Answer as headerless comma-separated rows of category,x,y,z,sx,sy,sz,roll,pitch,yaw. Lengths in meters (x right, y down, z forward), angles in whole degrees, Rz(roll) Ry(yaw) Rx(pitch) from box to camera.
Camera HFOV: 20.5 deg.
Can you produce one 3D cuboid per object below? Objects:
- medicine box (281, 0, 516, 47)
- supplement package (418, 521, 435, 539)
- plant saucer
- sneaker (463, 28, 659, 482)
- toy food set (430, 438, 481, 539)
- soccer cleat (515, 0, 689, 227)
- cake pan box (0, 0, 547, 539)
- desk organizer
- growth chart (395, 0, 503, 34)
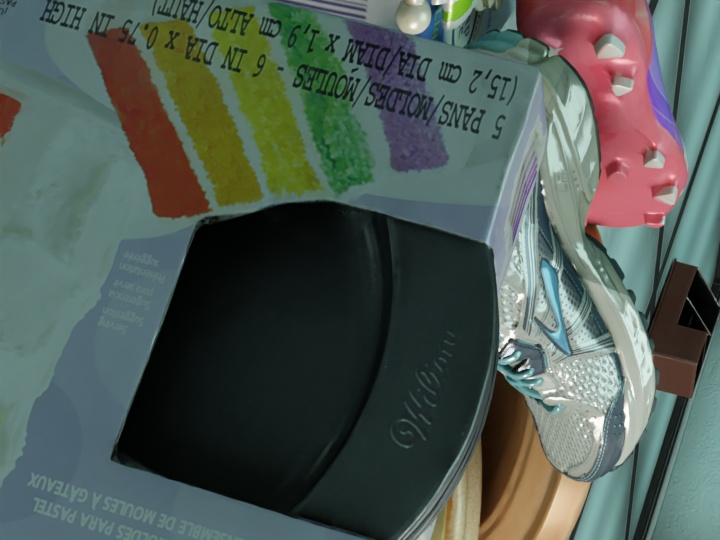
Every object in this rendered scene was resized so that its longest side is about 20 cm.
medicine box,0.013,-0.180,0.821,0.200,0.102,0.184,-55,154,-53
supplement package,0.000,0.000,0.894,0.120,0.120,0.201,78,28,-60
plant saucer,0.072,0.056,1.002,0.200,0.032,0.203,-171,-90,-72
sneaker,0.055,0.009,0.794,0.086,0.077,0.201,-36,122,-28
toy food set,0.016,0.113,1.018,0.198,0.048,0.202,117,-28,-61
soccer cleat,0.107,-0.083,0.871,0.200,0.066,0.077,59,33,-61
cake pan box,-0.062,0.014,0.522,0.052,0.198,0.186,67,41,-70
desk organizer,0.442,0.080,2.732,0.201,0.076,0.072,-62,160,-45
growth chart,0.052,-0.162,0.746,0.200,0.018,0.146,-50,150,-60
